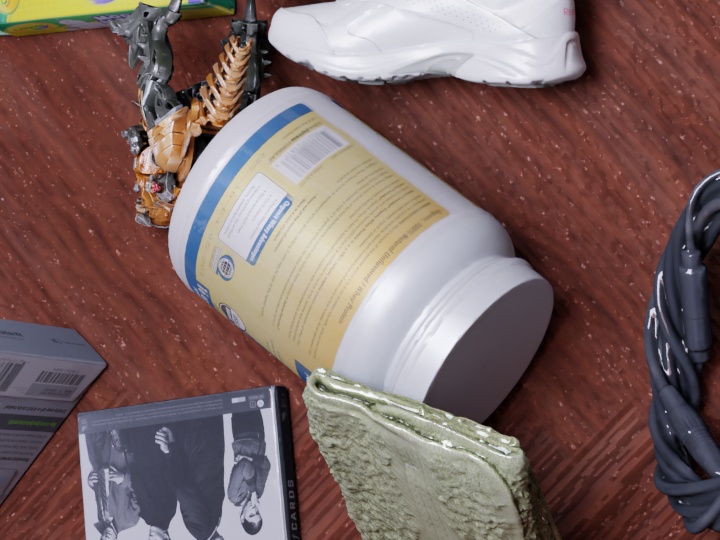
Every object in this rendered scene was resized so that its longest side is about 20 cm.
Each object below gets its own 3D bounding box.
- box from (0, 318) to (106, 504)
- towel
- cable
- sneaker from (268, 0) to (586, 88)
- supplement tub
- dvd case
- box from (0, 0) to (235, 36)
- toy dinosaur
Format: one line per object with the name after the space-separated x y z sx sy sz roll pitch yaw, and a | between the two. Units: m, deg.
-0.272 0.118 1.491 0.041 0.156 0.200 43 105 25 | box
0.045 0.132 1.320 0.148 0.200 0.037 21 63 27 | towel
0.207 0.044 1.282 0.163 0.051 0.201 157 113 -68 | cable
0.040 -0.161 1.401 0.199 0.078 0.100 3 96 17 | sneaker
0.000 0.000 1.371 0.200 0.145 0.145 38 102 25 | supplement tub
-0.107 0.181 1.476 0.150 0.025 0.201 -9 82 25 | dvd case
-0.179 -0.221 1.536 0.199 0.048 0.118 -3 83 28 | box
-0.096 -0.094 1.433 0.200 0.102 0.136 -24 58 46 | toy dinosaur
